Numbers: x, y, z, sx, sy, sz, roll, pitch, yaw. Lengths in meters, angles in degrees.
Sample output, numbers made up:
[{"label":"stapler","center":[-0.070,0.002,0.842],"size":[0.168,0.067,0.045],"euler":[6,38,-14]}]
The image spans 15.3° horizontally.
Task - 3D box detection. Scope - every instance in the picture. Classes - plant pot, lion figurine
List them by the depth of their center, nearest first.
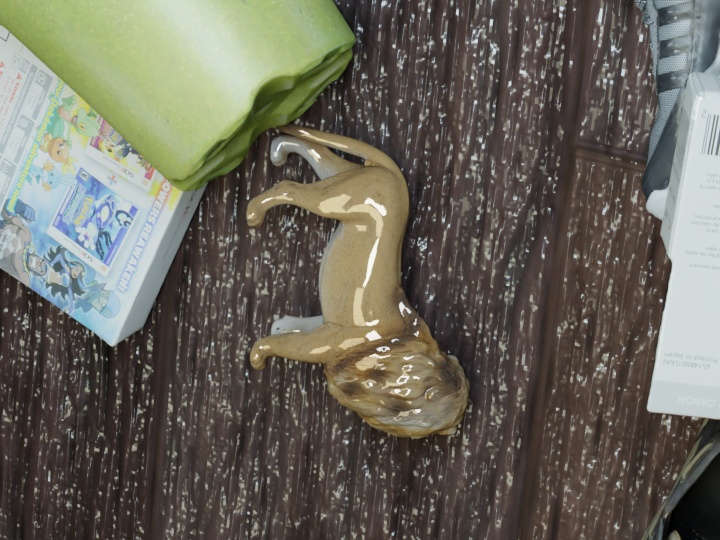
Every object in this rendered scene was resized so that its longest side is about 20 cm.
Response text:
[{"label":"plant pot","center":[-0.106,-0.153,1.491],"size":[0.200,0.200,0.185],"euler":[-42,84,30]},{"label":"lion figurine","center":[0.000,0.000,1.569],"size":[0.122,0.072,0.202],"euler":[0,102,19]}]

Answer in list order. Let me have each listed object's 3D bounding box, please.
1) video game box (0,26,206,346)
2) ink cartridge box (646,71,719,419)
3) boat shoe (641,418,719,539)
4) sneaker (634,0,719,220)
[{"label":"video game box","center":[-0.178,-0.085,1.642],"size":[0.182,0.047,0.201],"euler":[35,118,15]},{"label":"ink cartridge box","center":[0.256,-0.004,1.407],"size":[0.198,0.045,0.177],"euler":[7,110,-3]},{"label":"boat shoe","center":[0.189,0.159,1.523],"size":[0.074,0.073,0.201],"euler":[23,115,18]},{"label":"sneaker","center":[0.166,-0.134,1.442],"size":[0.113,0.075,0.201],"euler":[25,110,18]}]
